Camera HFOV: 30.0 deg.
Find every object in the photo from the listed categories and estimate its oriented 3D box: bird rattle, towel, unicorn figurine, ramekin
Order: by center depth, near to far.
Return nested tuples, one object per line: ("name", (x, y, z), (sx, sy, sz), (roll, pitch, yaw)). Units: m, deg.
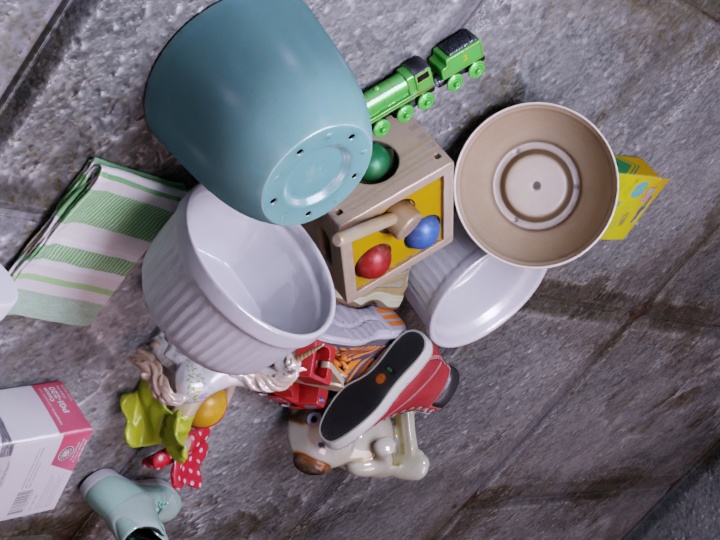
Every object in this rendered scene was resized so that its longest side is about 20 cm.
("towel", (-0.275, -0.023, 1.378), (0.200, 0.023, 0.152), (-50, 150, 17))
("ramekin", (-0.132, 0.014, 1.391), (0.105, 0.201, 0.200), (-40, 153, 29))
("unicorn figurine", (-0.160, 0.105, 1.568), (0.199, 0.137, 0.074), (-29, 149, -18))
("bird rattle", (-0.207, 0.191, 1.682), (0.163, 0.112, 0.200), (-52, 156, -12))
("ramekin", (0.148, 0.001, 1.815), (0.200, 0.098, 0.201), (-29, 149, -19))

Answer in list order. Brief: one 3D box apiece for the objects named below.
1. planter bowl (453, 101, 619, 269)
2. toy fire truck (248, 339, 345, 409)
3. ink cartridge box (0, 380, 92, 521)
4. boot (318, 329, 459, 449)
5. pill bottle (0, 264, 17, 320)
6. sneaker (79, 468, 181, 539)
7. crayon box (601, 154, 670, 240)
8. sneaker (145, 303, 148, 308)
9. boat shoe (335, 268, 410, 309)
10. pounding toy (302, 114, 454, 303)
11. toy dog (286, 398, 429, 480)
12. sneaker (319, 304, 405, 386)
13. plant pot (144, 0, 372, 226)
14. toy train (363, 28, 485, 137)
("planter bowl", (0.220, -0.105, 1.682), (0.200, 0.200, 0.135), (-43, 176, 8))
("toy fire truck", (-0.072, 0.136, 1.715), (0.140, 0.049, 0.200), (0, 161, 25))
("ink cartridge box", (-0.417, 0.208, 1.474), (0.199, 0.085, 0.146), (-7, 138, -46))
("boot", (0.045, 0.188, 1.834), (0.200, 0.072, 0.144), (-43, 139, -1))
("pill bottle", (-0.416, 0.071, 1.253), (0.200, 0.116, 0.116), (-47, 150, 14))
("sneaker", (-0.281, 0.334, 1.766), (0.074, 0.118, 0.200), (-44, 152, 6))
("crayon box", (0.351, -0.105, 1.946), (0.199, 0.051, 0.127), (1, 132, -49))
("sneaker", (-0.144, 0.017, 1.512), (0.199, 0.091, 0.078), (-19, 144, -31))
("boat shoe", (0.000, 0.000, 1.691), (0.200, 0.072, 0.076), (5, 116, -62))
("pounding toy", (0.016, -0.065, 1.527), (0.184, 0.142, 0.200), (-30, 150, -16))
("toy dog", (-0.022, 0.228, 1.924), (0.193, 0.140, 0.200), (-3, 172, 35))
("sneaker", (-0.027, 0.107, 1.783), (0.200, 0.078, 0.112), (4, 128, -51))
("plant pot", (-0.082, -0.141, 1.295), (0.200, 0.161, 0.201), (-29, 149, -19))
("toy train", (0.054, -0.202, 1.490), (0.199, 0.042, 0.057), (-32, 140, -12))
